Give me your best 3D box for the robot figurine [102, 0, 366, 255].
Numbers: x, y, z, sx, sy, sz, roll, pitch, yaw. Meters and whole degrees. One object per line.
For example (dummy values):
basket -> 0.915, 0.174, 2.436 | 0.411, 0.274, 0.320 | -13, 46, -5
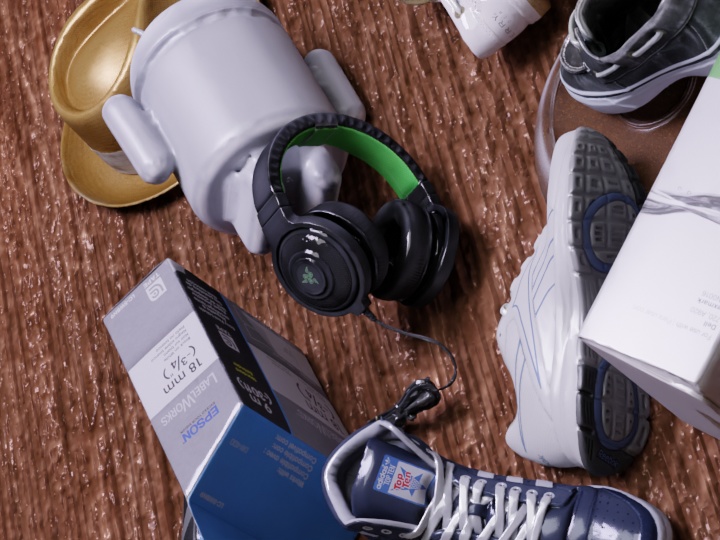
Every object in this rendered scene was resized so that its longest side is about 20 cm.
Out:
robot figurine -> -0.082, -0.104, 1.509 | 0.200, 0.169, 0.113 | 60, 150, 33

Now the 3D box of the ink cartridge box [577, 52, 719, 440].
ink cartridge box -> 0.214, -0.014, 1.189 | 0.084, 0.146, 0.200 | 23, 82, 38

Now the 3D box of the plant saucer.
plant saucer -> 0.181, -0.104, 1.357 | 0.200, 0.032, 0.201 | -19, 56, 31

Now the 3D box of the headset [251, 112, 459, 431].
headset -> 0.000, 0.000, 1.401 | 0.094, 0.123, 0.200 | -47, 58, 44

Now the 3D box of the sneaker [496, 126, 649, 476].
sneaker -> 0.113, 0.017, 1.300 | 0.087, 0.074, 0.201 | -8, 72, 47

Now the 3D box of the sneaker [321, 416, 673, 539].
sneaker -> 0.067, 0.133, 1.261 | 0.200, 0.108, 0.070 | 5, 70, 42

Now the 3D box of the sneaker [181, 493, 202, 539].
sneaker -> -0.105, 0.212, 1.389 | 0.082, 0.071, 0.200 | -10, 63, 29

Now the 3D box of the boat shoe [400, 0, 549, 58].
boat shoe -> 0.042, -0.207, 1.492 | 0.069, 0.071, 0.200 | -45, 46, 6

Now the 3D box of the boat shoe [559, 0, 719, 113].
boat shoe -> 0.153, -0.139, 1.280 | 0.200, 0.071, 0.072 | -15, 54, 68

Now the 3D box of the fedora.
fedora -> -0.161, -0.147, 1.634 | 0.200, 0.082, 0.201 | -20, 55, 30

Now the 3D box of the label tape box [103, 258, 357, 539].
label tape box -> -0.060, 0.103, 1.362 | 0.063, 0.144, 0.200 | -41, 47, 11
